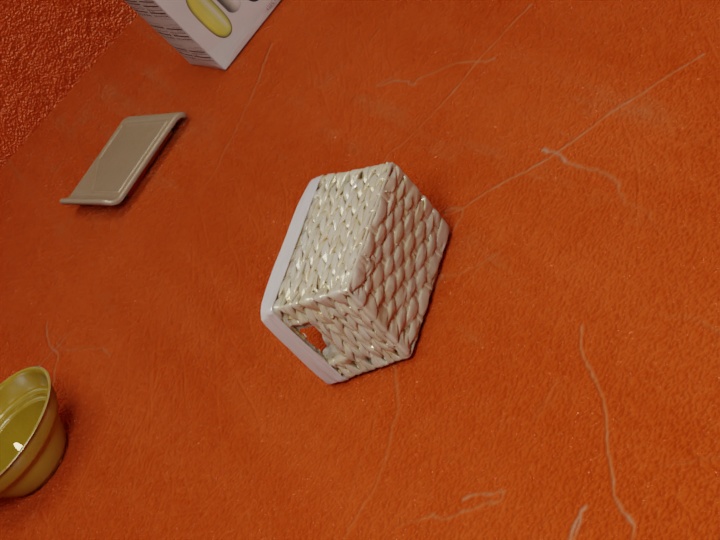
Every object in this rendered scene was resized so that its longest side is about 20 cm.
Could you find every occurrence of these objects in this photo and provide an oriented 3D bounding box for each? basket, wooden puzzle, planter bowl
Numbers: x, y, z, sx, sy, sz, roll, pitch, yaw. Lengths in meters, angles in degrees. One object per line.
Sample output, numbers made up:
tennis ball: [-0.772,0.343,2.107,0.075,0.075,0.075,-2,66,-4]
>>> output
basket: [0.000,0.000,1.612,0.123,0.136,0.201,-13,44,38]
wooden puzzle: [-0.373,-0.172,2.396,0.185,0.037,0.200,4,53,54]
planter bowl: [-0.442,0.229,1.953,0.200,0.083,0.201,-33,33,25]

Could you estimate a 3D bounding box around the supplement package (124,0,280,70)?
supplement package: [-0.255,-0.460,2.413,0.192,0.200,0.147,-53,31,-10]
